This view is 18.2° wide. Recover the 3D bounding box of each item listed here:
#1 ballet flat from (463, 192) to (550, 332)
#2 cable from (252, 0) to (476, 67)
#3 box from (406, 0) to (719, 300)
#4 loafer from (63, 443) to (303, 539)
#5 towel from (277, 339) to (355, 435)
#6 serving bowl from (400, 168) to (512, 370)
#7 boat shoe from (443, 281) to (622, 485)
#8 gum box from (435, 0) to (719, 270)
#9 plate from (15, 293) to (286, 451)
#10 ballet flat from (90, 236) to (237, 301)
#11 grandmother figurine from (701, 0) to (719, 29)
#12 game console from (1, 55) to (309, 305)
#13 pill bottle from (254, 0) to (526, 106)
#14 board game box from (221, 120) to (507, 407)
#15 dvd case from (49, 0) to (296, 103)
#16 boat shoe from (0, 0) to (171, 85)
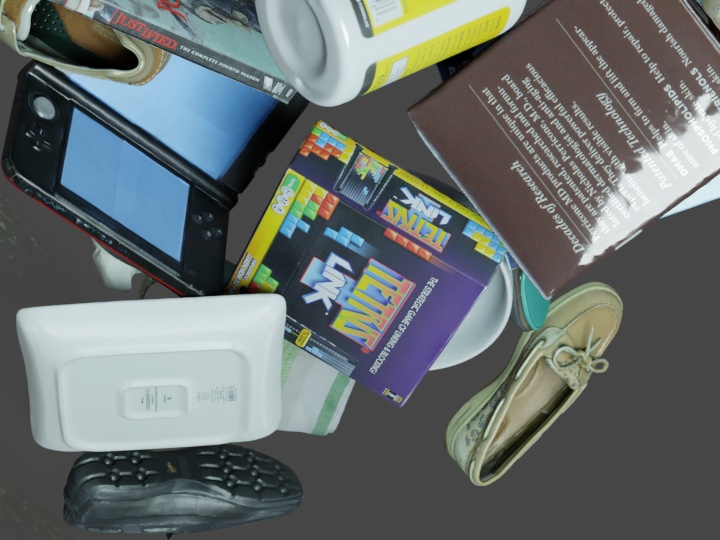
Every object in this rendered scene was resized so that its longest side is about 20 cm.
[{"bbox_3d":[0.114,-0.021,1.817,0.073,0.073,0.200,-25,147,-7],"label":"ballet flat"},{"bbox_3d":[0.005,-0.206,1.548,0.200,0.050,0.097,14,99,-41],"label":"cable"},{"bbox_3d":[0.165,-0.113,1.573,0.200,0.166,0.164,-38,93,13],"label":"box"},{"bbox_3d":[-0.145,0.183,1.833,0.200,0.068,0.070,3,133,-25],"label":"loafer"},{"bbox_3d":[-0.099,0.086,1.781,0.200,0.031,0.149,2,140,-18],"label":"towel"},{"bbox_3d":[0.025,-0.012,1.764,0.200,0.066,0.200,8,137,8],"label":"serving bowl"},{"bbox_3d":[0.155,0.098,1.900,0.073,0.063,0.200,34,100,-30],"label":"boat shoe"},{"bbox_3d":[0.178,-0.113,1.679,0.200,0.045,0.170,-19,94,13],"label":"gum box"},{"bbox_3d":[-0.157,0.087,1.721,0.200,0.032,0.200,-3,146,-6],"label":"plate"},{"bbox_3d":[-0.159,-0.004,1.730,0.068,0.068,0.200,-43,120,15],"label":"ballet flat"},{"bbox_3d":[0.241,-0.143,1.713,0.121,0.061,0.200,24,106,-23],"label":"grandmother figurine"},{"bbox_3d":[-0.144,-0.103,1.655,0.200,0.173,0.119,34,126,-28],"label":"game console"},{"bbox_3d":[0.039,-0.191,1.473,0.200,0.111,0.111,-25,123,-26],"label":"pill bottle"},{"bbox_3d":[0.000,0.000,1.656,0.165,0.057,0.200,31,146,0],"label":"board game box"},{"bbox_3d":[-0.136,-0.206,1.594,0.200,0.146,0.022,21,129,-27],"label":"dvd case"},{"bbox_3d":[-0.227,-0.189,1.569,0.200,0.068,0.075,22,104,1],"label":"boat shoe"}]
